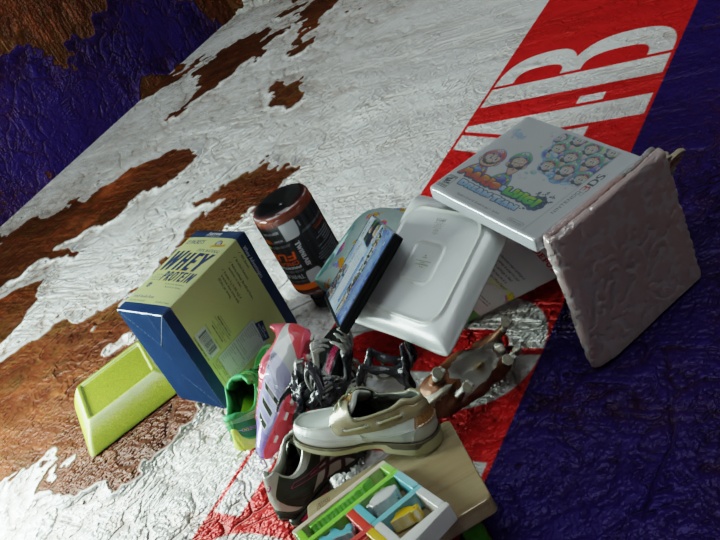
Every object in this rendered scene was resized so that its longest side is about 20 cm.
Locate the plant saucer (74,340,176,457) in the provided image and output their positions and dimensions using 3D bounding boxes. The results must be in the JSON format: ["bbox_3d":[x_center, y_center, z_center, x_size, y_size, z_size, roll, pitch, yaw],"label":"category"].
[{"bbox_3d":[-0.422,0.207,1.524,0.199,0.048,0.199,-37,30,-11],"label":"plant saucer"}]

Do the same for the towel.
[{"bbox_3d":[0.312,-0.014,1.018,0.190,0.202,0.032,-38,31,-15],"label":"towel"}]

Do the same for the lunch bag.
[{"bbox_3d":[0.052,-0.019,1.355,0.169,0.123,0.201,6,51,49],"label":"lunch bag"}]

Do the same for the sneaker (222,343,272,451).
[{"bbox_3d":[-0.153,0.173,1.286,0.073,0.084,0.202,-18,31,21],"label":"sneaker"}]

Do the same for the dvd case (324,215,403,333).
[{"bbox_3d":[0.000,0.000,1.188,0.144,0.017,0.200,-60,12,5],"label":"dvd case"}]

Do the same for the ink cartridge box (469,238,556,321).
[{"bbox_3d":[0.168,-0.026,1.177,0.198,0.144,0.085,-30,39,28],"label":"ink cartridge box"}]

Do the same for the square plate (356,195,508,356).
[{"bbox_3d":[0.085,-0.006,1.104,0.198,0.028,0.201,16,75,51],"label":"square plate"}]

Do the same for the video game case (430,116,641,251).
[{"bbox_3d":[0.212,-0.114,1.063,0.181,0.024,0.199,-36,38,-17],"label":"video game case"}]

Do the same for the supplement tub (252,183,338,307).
[{"bbox_3d":[-0.089,-0.036,1.427,0.105,0.202,0.108,-23,28,13],"label":"supplement tub"}]

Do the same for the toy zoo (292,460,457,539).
[{"bbox_3d":[0.014,0.260,0.859,0.130,0.021,0.199,-35,14,-15],"label":"toy zoo"}]

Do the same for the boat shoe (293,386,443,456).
[{"bbox_3d":[0.001,0.172,1.016,0.196,0.070,0.075,-8,22,28],"label":"boat shoe"}]

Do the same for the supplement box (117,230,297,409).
[{"bbox_3d":[-0.243,0.075,1.401,0.133,0.202,0.200,3,42,43],"label":"supplement box"}]

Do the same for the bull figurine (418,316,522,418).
[{"bbox_3d":[0.122,0.139,1.065,0.199,0.065,0.122,-38,-13,-25],"label":"bull figurine"}]

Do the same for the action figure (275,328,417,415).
[{"bbox_3d":[-0.026,0.127,1.127,0.196,0.104,0.119,-13,8,16],"label":"action figure"}]

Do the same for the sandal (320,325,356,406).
[{"bbox_3d":[-0.049,0.139,1.264,0.075,0.045,0.201,-44,24,14],"label":"sandal"}]

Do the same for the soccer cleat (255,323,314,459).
[{"bbox_3d":[-0.121,0.169,1.233,0.075,0.067,0.203,11,65,13],"label":"soccer cleat"}]

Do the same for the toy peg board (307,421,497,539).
[{"bbox_3d":[0.053,0.288,0.933,0.198,0.099,0.199,-30,13,0],"label":"toy peg board"}]

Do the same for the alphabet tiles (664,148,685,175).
[{"bbox_3d":[0.342,-0.069,1.112,0.195,0.201,0.015,-39,67,-16],"label":"alphabet tiles"}]

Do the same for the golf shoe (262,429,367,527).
[{"bbox_3d":[-0.049,0.228,1.103,0.076,0.089,0.201,-5,35,40],"label":"golf shoe"}]
